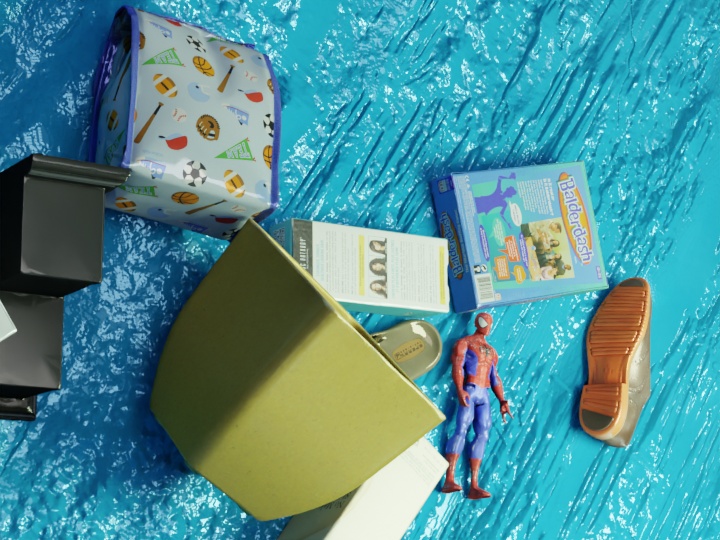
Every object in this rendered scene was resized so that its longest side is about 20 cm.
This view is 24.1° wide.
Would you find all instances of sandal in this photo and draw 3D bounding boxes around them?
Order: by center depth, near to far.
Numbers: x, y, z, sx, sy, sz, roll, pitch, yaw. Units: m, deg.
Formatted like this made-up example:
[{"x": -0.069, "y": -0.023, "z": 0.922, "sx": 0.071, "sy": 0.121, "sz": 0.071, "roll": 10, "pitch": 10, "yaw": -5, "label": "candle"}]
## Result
[{"x": 0.019, "y": 0.106, "z": 1.758, "sx": 0.199, "sy": 0.054, "sz": 0.081, "roll": -29, "pitch": 97, "yaw": -35, "label": "sandal"}]

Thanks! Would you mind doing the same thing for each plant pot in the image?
[{"x": -0.080, "y": 0.114, "z": 1.590, "sx": 0.200, "sy": 0.194, "sz": 0.195, "roll": -46, "pitch": 129, "yaw": 1, "label": "plant pot"}]

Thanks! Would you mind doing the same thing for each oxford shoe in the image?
[{"x": 0.304, "y": 0.107, "z": 1.955, "sx": 0.073, "sy": 0.071, "sz": 0.201, "roll": 35, "pitch": 66, "yaw": -45, "label": "oxford shoe"}]

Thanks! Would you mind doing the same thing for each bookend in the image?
[{"x": -0.287, "y": 0.020, "z": 1.480, "sx": 0.091, "sy": 0.199, "sz": 0.201, "roll": 7, "pitch": 76, "yaw": -32, "label": "bookend"}]

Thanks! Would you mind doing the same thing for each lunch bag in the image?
[{"x": -0.170, "y": -0.147, "z": 1.637, "sx": 0.169, "sy": 0.124, "sz": 0.202, "roll": 15, "pitch": 63, "yaw": -29, "label": "lunch bag"}]

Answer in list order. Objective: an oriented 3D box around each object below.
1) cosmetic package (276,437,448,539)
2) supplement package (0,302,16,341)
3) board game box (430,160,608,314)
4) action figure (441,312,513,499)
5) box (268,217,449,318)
[{"x": -0.009, "y": 0.249, "z": 1.681, "sx": 0.073, "sy": 0.103, "sz": 0.200, "roll": 47, "pitch": 57, "yaw": -16, "label": "cosmetic package"}, {"x": -0.429, "y": 0.050, "z": 1.381, "sx": 0.200, "sy": 0.191, "sz": 0.148, "roll": -35, "pitch": 101, "yaw": -33, "label": "supplement package"}, {"x": 0.181, "y": -0.040, "z": 1.904, "sx": 0.199, "sy": 0.045, "sz": 0.153, "roll": -7, "pitch": 84, "yaw": -35, "label": "board game box"}, {"x": 0.126, "y": 0.143, "z": 1.830, "sx": 0.065, "sy": 0.052, "sz": 0.202, "roll": 14, "pitch": 71, "yaw": -27, "label": "action figure"}, {"x": 0.000, "y": 0.000, "z": 1.769, "sx": 0.199, "sy": 0.049, "sz": 0.083, "roll": 7, "pitch": 76, "yaw": -33, "label": "box"}]
